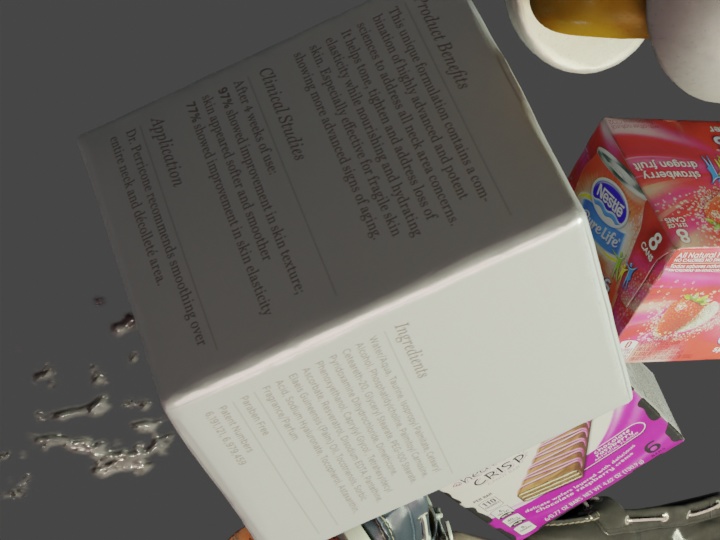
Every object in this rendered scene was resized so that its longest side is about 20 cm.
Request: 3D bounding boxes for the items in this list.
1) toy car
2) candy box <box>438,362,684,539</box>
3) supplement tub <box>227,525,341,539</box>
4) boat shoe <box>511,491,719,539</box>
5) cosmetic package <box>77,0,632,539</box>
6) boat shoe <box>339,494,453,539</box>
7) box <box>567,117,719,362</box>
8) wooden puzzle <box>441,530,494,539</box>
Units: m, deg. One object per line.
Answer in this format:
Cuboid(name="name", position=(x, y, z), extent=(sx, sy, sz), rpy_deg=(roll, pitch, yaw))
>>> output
Cuboid(name="toy car", position=(0.168, -0.154, 0.788), extent=(0.198, 0.175, 0.152), rpy_deg=(-1, 102, -28))
Cuboid(name="candy box", position=(0.100, 0.084, 1.103), extent=(0.136, 0.061, 0.200), rpy_deg=(-34, 142, 14))
Cuboid(name="supplement tub", position=(-0.060, 0.257, 1.178), extent=(0.121, 0.123, 0.201), rpy_deg=(-9, 142, -19))
Cuboid(name="boat shoe", position=(0.188, 0.182, 1.292), extent=(0.198, 0.058, 0.067), rpy_deg=(9, 169, -32))
Cuboid(name="cosmetic package", position=(0.000, 0.000, 0.852), extent=(0.198, 0.168, 0.167), rpy_deg=(-24, 143, 1))
Cuboid(name="boat shoe", position=(0.023, 0.164, 1.135), extent=(0.062, 0.075, 0.200), rpy_deg=(-33, 158, -4))
Cuboid(name="box", position=(0.214, -0.017, 1.008), extent=(0.198, 0.100, 0.096), rpy_deg=(0, 138, -28))
Cuboid(name="wooden puzzle", position=(0.071, 0.274, 1.337), extent=(0.184, 0.047, 0.200), rpy_deg=(20, 126, -44))
